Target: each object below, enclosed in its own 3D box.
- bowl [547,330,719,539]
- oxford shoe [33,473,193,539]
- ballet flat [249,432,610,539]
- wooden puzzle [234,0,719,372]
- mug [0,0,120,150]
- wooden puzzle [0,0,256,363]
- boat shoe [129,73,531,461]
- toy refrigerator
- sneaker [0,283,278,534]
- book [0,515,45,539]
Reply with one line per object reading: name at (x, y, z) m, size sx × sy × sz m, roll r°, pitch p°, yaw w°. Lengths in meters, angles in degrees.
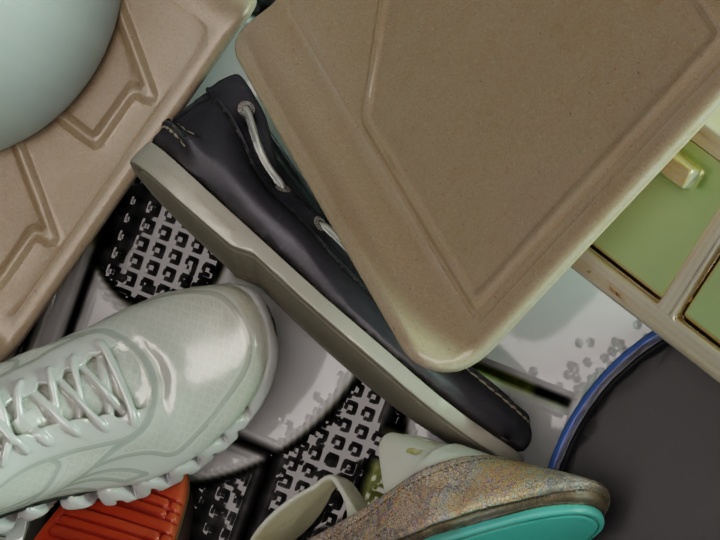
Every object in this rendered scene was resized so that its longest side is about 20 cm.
bowl at (0.161, 0.106, 0.953) m, size 0.199 × 0.039 × 0.203 m, roll -4°, pitch 80°, yaw 22°
oxford shoe at (-0.112, 0.172, 1.030) m, size 0.071 × 0.072 × 0.201 m, roll 15°, pitch 78°, yaw 34°
ballet flat at (0.008, 0.105, 0.979) m, size 0.199 × 0.068 × 0.068 m, roll -29°, pitch 56°, yaw 26°
wooden puzzle at (0.057, -0.090, 0.919) m, size 0.200 × 0.037 × 0.186 m, roll -45°, pitch 56°, yaw 23°
mug at (-0.192, -0.108, 0.947) m, size 0.149 × 0.153 × 0.187 m, roll 39°, pitch 94°, yaw 8°
wooden puzzle at (-0.166, -0.089, 1.042) m, size 0.185 × 0.046 × 0.201 m, roll 37°, pitch 93°, yaw 8°
boat shoe at (0.000, 0.000, 0.993) m, size 0.200 × 0.073 × 0.063 m, roll 40°, pitch 80°, yaw 3°
toy refrigerator at (0.155, 0.005, 0.906) m, size 0.200 × 0.070 × 0.076 m, roll 40°, pitch 110°, yaw 24°
sneaker at (-0.125, 0.063, 0.991) m, size 0.199 × 0.081 × 0.076 m, roll -26°, pitch 76°, yaw 7°
book at (-0.244, 0.145, 1.062) m, size 0.198 × 0.048 × 0.135 m, roll 12°, pitch 90°, yaw 11°
